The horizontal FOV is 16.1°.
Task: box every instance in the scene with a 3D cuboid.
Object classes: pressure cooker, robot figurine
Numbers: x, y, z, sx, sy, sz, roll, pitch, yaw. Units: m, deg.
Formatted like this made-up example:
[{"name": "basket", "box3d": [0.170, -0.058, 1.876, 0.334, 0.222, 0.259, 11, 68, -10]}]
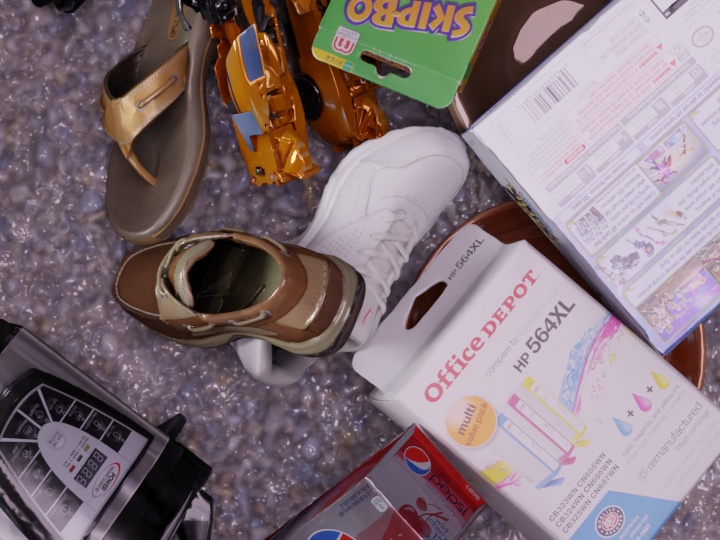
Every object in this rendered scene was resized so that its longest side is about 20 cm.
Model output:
[{"name": "pressure cooker", "box3d": [-0.189, 0.147, 1.527, 0.200, 0.179, 0.176, 38, 104, -4]}, {"name": "robot figurine", "box3d": [-0.045, -0.162, 1.580, 0.145, 0.058, 0.201, -26, 108, -41]}]

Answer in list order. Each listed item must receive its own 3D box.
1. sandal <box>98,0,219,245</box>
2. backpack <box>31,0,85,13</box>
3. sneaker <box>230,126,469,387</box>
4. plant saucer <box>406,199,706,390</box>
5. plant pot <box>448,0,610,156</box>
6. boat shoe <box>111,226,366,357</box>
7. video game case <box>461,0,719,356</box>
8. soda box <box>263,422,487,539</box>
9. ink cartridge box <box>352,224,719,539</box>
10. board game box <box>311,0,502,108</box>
[{"name": "sandal", "box3d": [-0.129, -0.116, 1.587, 0.054, 0.080, 0.202, 19, 78, -44]}, {"name": "backpack", "box3d": [-0.166, -0.285, 1.539, 0.200, 0.191, 0.154, -43, 81, -7]}, {"name": "sneaker", "box3d": [0.000, 0.000, 1.567, 0.200, 0.100, 0.078, -46, 129, 15]}, {"name": "plant saucer", "box3d": [0.122, 0.052, 1.638, 0.199, 0.032, 0.202, 0, 87, -6]}, {"name": "plant pot", "box3d": [0.142, -0.139, 1.618, 0.199, 0.093, 0.203, 0, 88, -6]}, {"name": "boat shoe", "box3d": [-0.085, 0.004, 1.536, 0.074, 0.199, 0.076, 26, 74, -42]}, {"name": "video game case", "box3d": [0.194, -0.080, 1.553, 0.200, 0.045, 0.182, -41, 91, -7]}, {"name": "soda box", "box3d": [-0.015, 0.175, 1.536, 0.070, 0.200, 0.063, 48, 43, -2]}, {"name": "ink cartridge box", "box3d": [0.105, 0.078, 1.556, 0.200, 0.125, 0.129, 40, 84, -4]}, {"name": "board game box", "box3d": [0.051, -0.201, 1.556, 0.095, 0.030, 0.201, 22, 79, 10]}]
